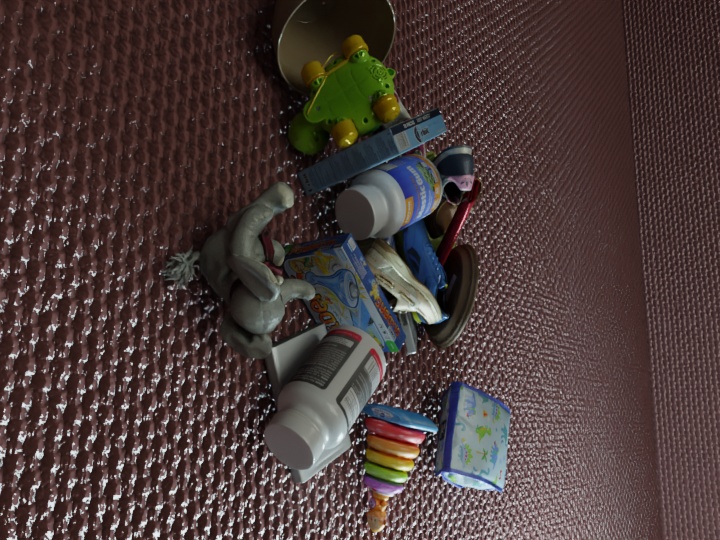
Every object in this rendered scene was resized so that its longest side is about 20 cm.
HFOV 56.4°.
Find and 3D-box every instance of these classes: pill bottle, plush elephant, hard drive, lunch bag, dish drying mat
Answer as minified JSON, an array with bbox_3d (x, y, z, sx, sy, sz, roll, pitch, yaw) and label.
[{"bbox_3d":[-0.050,0.180,0.956,0.200,0.109,0.113,-49,122,-46],"label":"pill bottle"},{"bbox_3d":[-0.133,0.012,0.869,0.198,0.166,0.155,-28,65,-37],"label":"plush elephant"},{"bbox_3d":[-0.078,0.198,1.028,0.131,0.026,0.206,-20,100,-54],"label":"hard drive"},{"bbox_3d":[0.212,0.330,1.321,0.200,0.124,0.174,43,50,-53],"label":"lunch bag"},{"bbox_3d":[0.170,-0.072,1.239,0.018,0.202,0.078,20,45,-2],"label":"dish drying mat"},{"bbox_3d":[0.047,-0.120,1.125,0.199,0.110,0.115,-31,108,-49],"label":"pill bottle"}]

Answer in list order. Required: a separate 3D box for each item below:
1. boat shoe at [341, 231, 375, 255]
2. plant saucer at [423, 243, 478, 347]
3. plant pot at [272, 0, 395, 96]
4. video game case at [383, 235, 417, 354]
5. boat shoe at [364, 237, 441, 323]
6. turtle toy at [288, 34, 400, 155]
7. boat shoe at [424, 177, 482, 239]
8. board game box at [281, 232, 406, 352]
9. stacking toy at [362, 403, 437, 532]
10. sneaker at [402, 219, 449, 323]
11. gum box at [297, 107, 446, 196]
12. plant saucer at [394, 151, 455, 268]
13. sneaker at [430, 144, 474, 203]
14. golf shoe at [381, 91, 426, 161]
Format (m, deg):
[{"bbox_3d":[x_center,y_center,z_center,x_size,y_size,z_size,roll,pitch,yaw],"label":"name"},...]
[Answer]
[{"bbox_3d":[0.000,0.000,1.151,0.065,0.070,0.205,89,-2,-64],"label":"boat shoe"},{"bbox_3d":[0.167,0.045,1.286,0.029,0.200,0.205,16,65,-15],"label":"plant saucer"},{"bbox_3d":[-0.058,-0.400,1.064,0.198,0.199,0.136,20,36,-50],"label":"plant pot"},{"bbox_3d":[0.071,0.032,1.219,0.143,0.018,0.205,-67,143,-76],"label":"video game case"},{"bbox_3d":[0.064,0.032,1.094,0.065,0.072,0.200,-46,130,-5],"label":"boat shoe"},{"bbox_3d":[-0.030,-0.256,1.050,0.148,0.197,0.101,62,6,12],"label":"turtle toy"},{"bbox_3d":[0.189,-0.137,1.343,0.077,0.072,0.201,62,40,-24],"label":"boat shoe"},{"bbox_3d":[-0.028,0.043,1.037,0.203,0.133,0.035,60,42,-25],"label":"board game box"},{"bbox_3d":[0.043,0.334,1.127,0.109,0.114,0.206,23,78,-49],"label":"stacking toy"},{"bbox_3d":[0.128,-0.006,1.233,0.065,0.077,0.206,-2,84,-51],"label":"sneaker"},{"bbox_3d":[0.020,-0.193,1.093,0.169,0.197,0.045,-36,104,-51],"label":"gum box"},{"bbox_3d":[0.108,-0.119,1.330,0.199,0.047,0.205,-25,104,-53],"label":"plant saucer"},{"bbox_3d":[0.152,-0.153,1.220,0.068,0.200,0.084,-4,78,-11],"label":"sneaker"},{"bbox_3d":[0.081,-0.257,1.265,0.091,0.074,0.204,24,42,-62],"label":"golf shoe"}]
